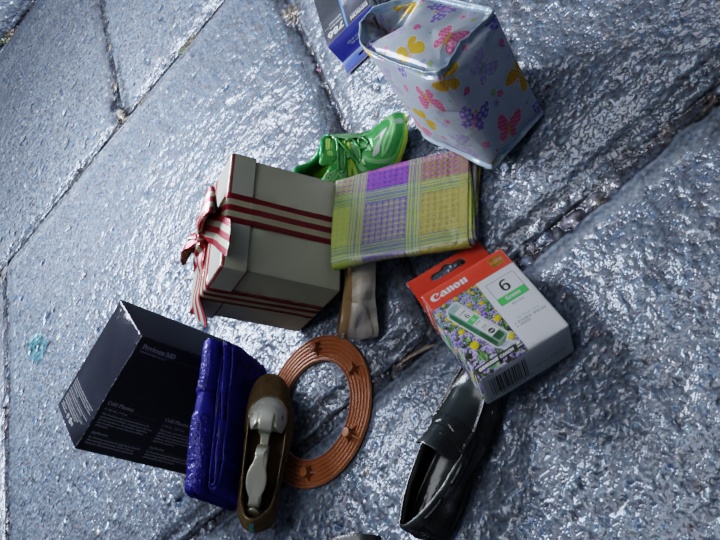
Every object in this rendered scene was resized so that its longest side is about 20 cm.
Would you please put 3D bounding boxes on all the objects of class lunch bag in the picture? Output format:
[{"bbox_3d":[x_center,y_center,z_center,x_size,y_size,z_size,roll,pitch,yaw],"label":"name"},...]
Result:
[{"bbox_3d":[0.100,-0.241,1.012,0.127,0.170,0.199,-49,41,-8],"label":"lunch bag"}]

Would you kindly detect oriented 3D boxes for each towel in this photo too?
[{"bbox_3d":[-0.168,0.205,1.100,0.049,0.148,0.203,-6,65,22],"label":"towel"},{"bbox_3d":[0.056,-0.074,1.045,0.197,0.023,0.146,-10,57,22],"label":"towel"}]

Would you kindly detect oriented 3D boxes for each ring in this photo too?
[{"bbox_3d":[-0.063,0.181,1.093,0.199,0.019,0.203,-23,55,38],"label":"ring"}]

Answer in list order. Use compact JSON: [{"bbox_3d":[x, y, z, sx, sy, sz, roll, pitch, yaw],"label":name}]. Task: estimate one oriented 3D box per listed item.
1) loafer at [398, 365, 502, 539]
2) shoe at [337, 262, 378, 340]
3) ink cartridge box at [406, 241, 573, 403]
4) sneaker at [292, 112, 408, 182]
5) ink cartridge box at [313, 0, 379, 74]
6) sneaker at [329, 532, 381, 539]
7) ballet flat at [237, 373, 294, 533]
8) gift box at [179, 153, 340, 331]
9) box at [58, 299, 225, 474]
[{"bbox_3d":[0.095,0.187,0.888,0.068,0.070,0.203,13,80,47],"label":"loafer"},{"bbox_3d":[0.000,0.000,1.099,0.052,0.070,0.203,3,61,-2],"label":"shoe"},{"bbox_3d":[0.130,0.037,0.913,0.108,0.051,0.201,-30,46,-4],"label":"ink cartridge box"},{"bbox_3d":[-0.015,-0.156,1.163,0.199,0.083,0.075,-31,50,31],"label":"sneaker"},{"bbox_3d":[-0.019,-0.413,1.331,0.099,0.039,0.202,-38,48,25],"label":"ink cartridge box"},{"bbox_3d":[-0.044,0.374,0.949,0.199,0.060,0.106,-33,48,37],"label":"sneaker"},{"bbox_3d":[-0.123,0.226,1.056,0.067,0.072,0.203,8,72,1],"label":"ballet flat"},{"bbox_3d":[-0.133,-0.023,1.102,0.185,0.184,0.203,131,146,-52],"label":"gift box"},{"bbox_3d":[-0.290,0.171,1.194,0.183,0.199,0.104,-56,42,7],"label":"box"}]
